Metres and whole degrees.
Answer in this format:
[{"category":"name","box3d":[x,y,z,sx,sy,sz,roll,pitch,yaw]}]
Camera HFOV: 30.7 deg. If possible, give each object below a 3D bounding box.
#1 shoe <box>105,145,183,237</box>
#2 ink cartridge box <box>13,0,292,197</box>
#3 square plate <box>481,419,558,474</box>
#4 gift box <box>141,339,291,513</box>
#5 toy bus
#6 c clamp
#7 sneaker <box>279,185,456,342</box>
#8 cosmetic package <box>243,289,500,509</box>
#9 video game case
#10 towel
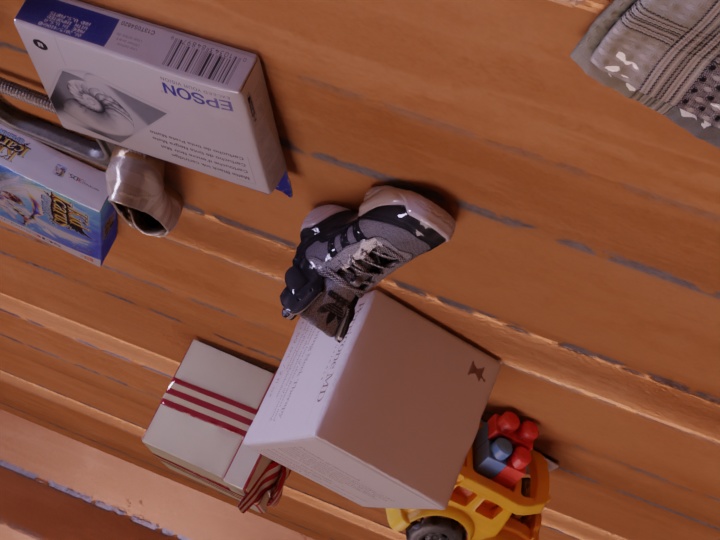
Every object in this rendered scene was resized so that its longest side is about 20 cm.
[{"category":"shoe","box3d":[-0.210,-0.064,1.237,0.069,0.054,0.200,12,167,1]},{"category":"ink cartridge box","box3d":[-0.159,-0.125,1.048,0.198,0.041,0.200,19,156,15]},{"category":"square plate","box3d":[0.120,0.215,1.657,0.199,0.029,0.198,30,160,-19]},{"category":"gift box","box3d":[-0.173,0.221,1.782,0.186,0.186,0.200,22,167,12]},{"category":"toy bus","box3d":[0.156,0.251,1.537,0.199,0.136,0.192,30,126,-21]},{"category":"c clamp","box3d":[-0.304,-0.149,1.196,0.199,0.027,0.171,23,161,4]},{"category":"sneaker","box3d":[0.000,0.000,1.096,0.075,0.114,0.200,33,159,-26]},{"category":"cosmetic package","box3d":[0.010,0.141,1.377,0.166,0.168,0.200,31,159,-18]},{"category":"video game case","box3d":[-0.348,-0.085,1.391,0.180,0.046,0.200,24,161,-3]},{"category":"towel","box3d":[0.224,-0.103,0.681,0.192,0.035,0.200,26,162,-5]}]
